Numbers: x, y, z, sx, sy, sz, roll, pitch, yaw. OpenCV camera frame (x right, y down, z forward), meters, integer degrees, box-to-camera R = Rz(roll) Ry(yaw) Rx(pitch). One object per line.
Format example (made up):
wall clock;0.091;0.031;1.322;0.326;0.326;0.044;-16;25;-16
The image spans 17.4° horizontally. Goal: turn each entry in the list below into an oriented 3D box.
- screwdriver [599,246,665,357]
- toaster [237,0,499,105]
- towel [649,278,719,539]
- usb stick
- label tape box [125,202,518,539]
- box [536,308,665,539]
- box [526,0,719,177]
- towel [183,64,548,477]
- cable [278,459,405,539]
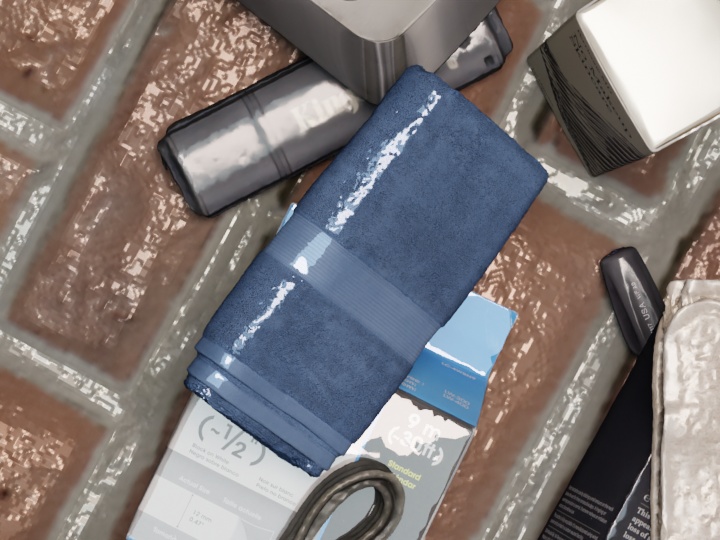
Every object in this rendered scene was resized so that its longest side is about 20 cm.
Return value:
screwdriver;0.180;0.080;1.283;0.029;0.028;0.201;-29;96;-32
toaster;0.008;-0.199;1.218;0.200;0.119;0.181;39;83;10
towel;0.208;0.103;1.155;0.131;0.034;0.202;0;92;-8
usb stick;-0.014;-0.093;1.274;0.199;0.033;0.056;-27;88;-3
label tape box;-0.018;0.082;1.252;0.143;0.066;0.201;26;89;-1
box;0.219;0.134;1.227;0.199;0.104;0.183;31;88;-9
box;0.141;-0.102;1.196;0.068;0.200;0.083;-30;89;-2
towel;0.000;0.000;1.181;0.200;0.048;0.112;-52;130;-2
cable;-0.059;0.174;1.189;0.199;0.050;0.098;-24;109;-5
